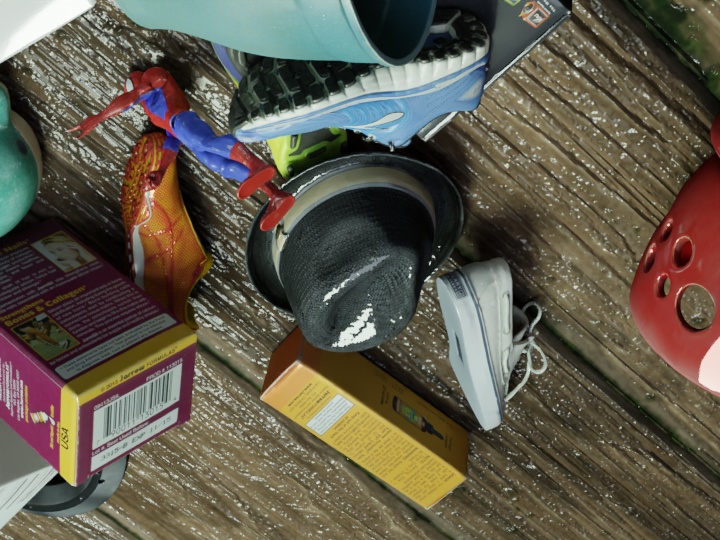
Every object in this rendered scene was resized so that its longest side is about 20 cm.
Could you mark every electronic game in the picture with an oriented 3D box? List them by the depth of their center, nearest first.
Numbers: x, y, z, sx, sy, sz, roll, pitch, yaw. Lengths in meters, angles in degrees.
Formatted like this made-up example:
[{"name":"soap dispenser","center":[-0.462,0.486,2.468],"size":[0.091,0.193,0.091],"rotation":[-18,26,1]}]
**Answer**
[{"name":"electronic game","center":[-0.317,0.155,1.377],"size":[0.197,0.042,0.202],"rotation":[7,121,11]}]

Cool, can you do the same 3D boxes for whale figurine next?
[{"name":"whale figurine","center":[-0.352,-0.105,1.160],"size":[0.158,0.104,0.201],"rotation":[-24,119,23]}]

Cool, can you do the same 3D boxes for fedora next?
[{"name":"fedora","center":[0.000,0.000,1.161],"size":[0.197,0.092,0.202],"rotation":[-6,140,-5]}]

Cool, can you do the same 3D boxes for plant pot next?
[{"name":"plant pot","center":[-0.065,-0.230,0.933],"size":[0.185,0.201,0.202],"rotation":[-1,126,22]},{"name":"plant pot","center":[0.325,-0.016,1.070],"size":[0.198,0.201,0.184],"rotation":[17,123,-4]}]

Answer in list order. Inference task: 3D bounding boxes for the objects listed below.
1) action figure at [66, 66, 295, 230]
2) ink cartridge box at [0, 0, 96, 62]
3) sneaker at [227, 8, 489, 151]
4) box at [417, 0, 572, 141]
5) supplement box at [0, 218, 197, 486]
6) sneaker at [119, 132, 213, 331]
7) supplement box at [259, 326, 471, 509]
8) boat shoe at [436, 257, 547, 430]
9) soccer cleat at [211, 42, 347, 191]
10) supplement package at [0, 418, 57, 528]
[{"name":"action figure","center":[-0.146,-0.088,1.094],"size":[0.099,0.200,0.065],"rotation":[-40,141,-7]},{"name":"ink cartridge box","center":[-0.250,-0.251,0.982],"size":[0.146,0.201,0.145],"rotation":[-25,119,24]},{"name":"sneaker","center":[0.001,-0.120,1.043],"size":[0.197,0.079,0.090],"rotation":[-12,133,0]},{"name":"box","center":[0.035,-0.216,1.060],"size":[0.200,0.049,0.161],"rotation":[41,124,-18]},{"name":"supplement box","center":[-0.250,0.063,1.193],"size":[0.199,0.130,0.104],"rotation":[36,134,29]},{"name":"sneaker","center":[-0.165,-0.032,1.219],"size":[0.076,0.073,0.202],"rotation":[-7,130,-16]},{"name":"supplement box","center":[0.008,0.133,1.301],"size":[0.199,0.067,0.069],"rotation":[34,123,-15]},{"name":"boat shoe","center":[0.121,0.058,1.229],"size":[0.085,0.075,0.203],"rotation":[-23,137,-7]},{"name":"soccer cleat","center":[-0.064,-0.143,1.124],"size":[0.064,0.084,0.201],"rotation":[-32,138,-5]},{"name":"supplement package","center":[-0.402,0.150,1.248],"size":[0.147,0.199,0.192],"rotation":[-42,77,31]}]
